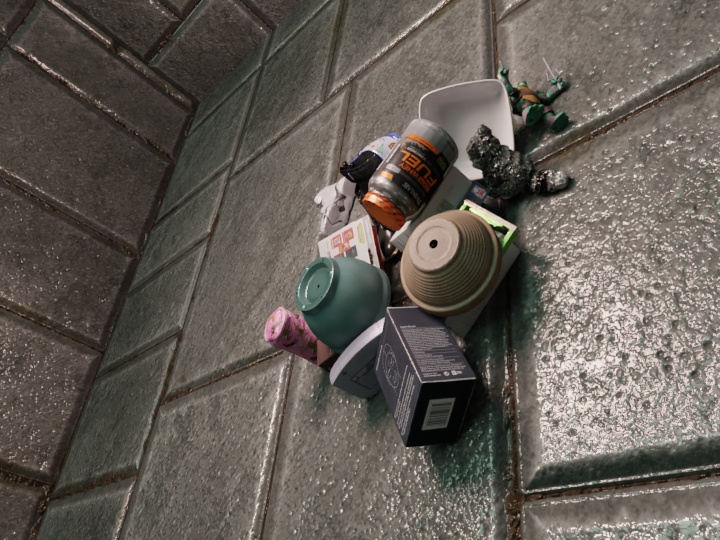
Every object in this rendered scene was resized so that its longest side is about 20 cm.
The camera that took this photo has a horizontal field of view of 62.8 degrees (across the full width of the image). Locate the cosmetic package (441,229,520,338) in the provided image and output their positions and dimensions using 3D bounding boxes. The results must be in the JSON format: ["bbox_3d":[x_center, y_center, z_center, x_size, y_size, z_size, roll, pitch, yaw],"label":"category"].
[{"bbox_3d":[0.211,0.015,1.157,0.202,0.071,0.101,-57,33,0],"label":"cosmetic package"}]

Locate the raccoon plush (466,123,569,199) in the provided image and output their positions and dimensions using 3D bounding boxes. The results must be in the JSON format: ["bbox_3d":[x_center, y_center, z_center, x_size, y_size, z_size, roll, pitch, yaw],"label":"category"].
[{"bbox_3d":[0.301,-0.226,1.158,0.196,0.135,0.098,-4,50,36],"label":"raccoon plush"}]

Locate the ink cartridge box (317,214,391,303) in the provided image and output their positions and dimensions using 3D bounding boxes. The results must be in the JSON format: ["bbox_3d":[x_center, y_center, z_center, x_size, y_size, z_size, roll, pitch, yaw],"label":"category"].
[{"bbox_3d":[0.000,0.000,1.374,0.173,0.083,0.205,-26,67,38],"label":"ink cartridge box"}]

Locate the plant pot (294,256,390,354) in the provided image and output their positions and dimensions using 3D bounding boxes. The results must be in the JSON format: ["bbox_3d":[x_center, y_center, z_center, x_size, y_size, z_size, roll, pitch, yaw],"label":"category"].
[{"bbox_3d":[-0.053,0.055,1.227,0.198,0.133,0.205,-30,45,34],"label":"plant pot"}]

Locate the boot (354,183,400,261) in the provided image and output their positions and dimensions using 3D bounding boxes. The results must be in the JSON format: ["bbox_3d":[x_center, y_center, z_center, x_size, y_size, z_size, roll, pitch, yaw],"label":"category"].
[{"bbox_3d":[0.036,-0.130,1.446,0.077,0.137,0.203,-34,40,28],"label":"boot"}]

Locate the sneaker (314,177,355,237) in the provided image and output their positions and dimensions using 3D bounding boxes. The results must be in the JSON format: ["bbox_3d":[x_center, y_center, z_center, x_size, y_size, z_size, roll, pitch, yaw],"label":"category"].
[{"bbox_3d":[-0.086,-0.174,1.704,0.113,0.075,0.204,-12,49,48],"label":"sneaker"}]

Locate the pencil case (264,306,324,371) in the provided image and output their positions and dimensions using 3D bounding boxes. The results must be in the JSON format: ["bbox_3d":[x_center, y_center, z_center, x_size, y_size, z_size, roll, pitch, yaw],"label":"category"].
[{"bbox_3d":[-0.131,0.160,1.365,0.083,0.198,0.087,-48,36,13],"label":"pencil case"}]

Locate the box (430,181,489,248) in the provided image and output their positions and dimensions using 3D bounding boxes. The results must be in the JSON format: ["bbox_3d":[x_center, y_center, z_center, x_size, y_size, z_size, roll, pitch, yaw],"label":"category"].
[{"bbox_3d":[0.190,-0.081,1.229,0.202,0.037,0.137,-57,-3,1],"label":"box"}]

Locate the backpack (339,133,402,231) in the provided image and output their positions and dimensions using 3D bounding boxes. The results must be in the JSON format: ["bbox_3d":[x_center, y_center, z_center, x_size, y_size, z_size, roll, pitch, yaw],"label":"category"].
[{"bbox_3d":[0.071,-0.212,1.331,0.153,0.201,0.190,-40,5,-12],"label":"backpack"}]

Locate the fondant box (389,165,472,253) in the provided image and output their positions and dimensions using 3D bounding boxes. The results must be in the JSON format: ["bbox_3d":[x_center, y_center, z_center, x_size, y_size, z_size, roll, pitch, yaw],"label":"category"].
[{"bbox_3d":[0.148,-0.123,1.276,0.146,0.058,0.200,-55,7,-17],"label":"fondant box"}]

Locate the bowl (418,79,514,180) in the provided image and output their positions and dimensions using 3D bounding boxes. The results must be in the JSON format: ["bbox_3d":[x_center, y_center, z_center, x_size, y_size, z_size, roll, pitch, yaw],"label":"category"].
[{"bbox_3d":[0.232,-0.301,1.281,0.195,0.205,0.075,-6,16,18],"label":"bowl"}]

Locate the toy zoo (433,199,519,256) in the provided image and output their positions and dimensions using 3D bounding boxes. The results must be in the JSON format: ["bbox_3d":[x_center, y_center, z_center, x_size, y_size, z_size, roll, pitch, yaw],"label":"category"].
[{"bbox_3d":[0.193,-0.022,1.113,0.131,0.020,0.202,36,92,40],"label":"toy zoo"}]

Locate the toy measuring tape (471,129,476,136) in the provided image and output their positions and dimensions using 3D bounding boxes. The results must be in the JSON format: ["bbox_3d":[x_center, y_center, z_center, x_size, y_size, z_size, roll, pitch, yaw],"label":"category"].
[{"bbox_3d":[0.253,-0.282,1.349,0.202,0.073,0.074,-54,33,11],"label":"toy measuring tape"}]

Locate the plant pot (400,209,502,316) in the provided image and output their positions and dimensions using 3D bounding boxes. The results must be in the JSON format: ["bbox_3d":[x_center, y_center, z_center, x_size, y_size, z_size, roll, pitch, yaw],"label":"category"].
[{"bbox_3d":[0.150,-0.028,1.068,0.196,0.092,0.206,-14,62,27],"label":"plant pot"}]

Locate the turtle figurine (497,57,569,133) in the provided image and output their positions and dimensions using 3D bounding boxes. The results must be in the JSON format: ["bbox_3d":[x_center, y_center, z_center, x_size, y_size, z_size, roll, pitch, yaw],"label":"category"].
[{"bbox_3d":[0.363,-0.374,1.260,0.102,0.145,0.203,95,169,-46],"label":"turtle figurine"}]

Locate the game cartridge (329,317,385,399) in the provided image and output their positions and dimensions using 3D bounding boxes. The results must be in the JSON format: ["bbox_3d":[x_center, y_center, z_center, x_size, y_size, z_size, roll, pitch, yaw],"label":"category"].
[{"bbox_3d":[0.035,0.176,1.198,0.200,0.132,0.041,-44,42,17],"label":"game cartridge"}]

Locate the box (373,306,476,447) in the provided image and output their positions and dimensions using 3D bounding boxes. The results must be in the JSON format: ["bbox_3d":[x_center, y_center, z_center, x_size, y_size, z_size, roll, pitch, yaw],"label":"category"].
[{"bbox_3d":[0.108,0.185,1.063,0.201,0.104,0.152,-116,30,-52],"label":"box"}]

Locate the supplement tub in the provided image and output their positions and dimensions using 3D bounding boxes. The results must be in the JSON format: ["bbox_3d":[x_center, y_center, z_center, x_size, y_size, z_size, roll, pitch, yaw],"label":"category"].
[{"bbox_3d":[0.097,-0.188,1.175,0.202,0.122,0.122,-55,33,-10],"label":"supplement tub"}]

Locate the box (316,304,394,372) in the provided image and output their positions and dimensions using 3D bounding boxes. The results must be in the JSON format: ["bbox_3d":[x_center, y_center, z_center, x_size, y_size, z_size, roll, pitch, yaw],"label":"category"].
[{"bbox_3d":[0.004,0.152,1.287,0.199,0.099,0.076,-37,38,29],"label":"box"}]
